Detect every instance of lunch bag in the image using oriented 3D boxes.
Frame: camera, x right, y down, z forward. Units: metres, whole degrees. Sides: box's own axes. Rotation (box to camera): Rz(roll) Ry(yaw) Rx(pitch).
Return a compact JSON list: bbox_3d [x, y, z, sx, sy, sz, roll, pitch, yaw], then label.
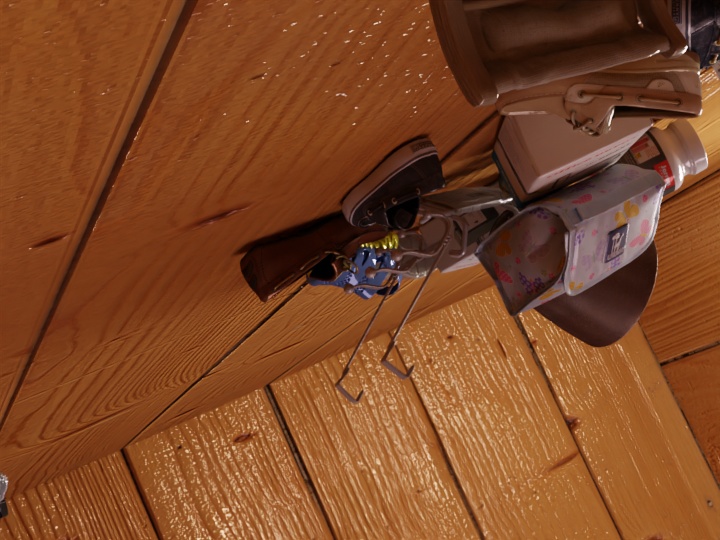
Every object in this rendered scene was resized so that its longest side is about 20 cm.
[{"bbox_3d":[0.265,-0.042,1.299,0.168,0.128,0.200,-25,168,-30],"label":"lunch bag"}]

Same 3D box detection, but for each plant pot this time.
[{"bbox_3d":[0.283,-0.010,1.494,0.198,0.189,0.187,20,152,-20],"label":"plant pot"}]

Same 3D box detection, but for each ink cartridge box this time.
[{"bbox_3d":[0.212,-0.080,1.634,0.199,0.085,0.146,-30,170,28],"label":"ink cartridge box"},{"bbox_3d":[0.240,-0.153,1.231,0.145,0.085,0.200,-25,174,0],"label":"ink cartridge box"}]

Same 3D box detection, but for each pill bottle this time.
[{"bbox_3d":[0.464,-0.168,1.752,0.198,0.117,0.116,-26,172,5],"label":"pill bottle"}]

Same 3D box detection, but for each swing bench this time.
[{"bbox_3d":[0.157,-0.194,0.545,0.198,0.131,0.199,-20,176,-39],"label":"swing bench"}]

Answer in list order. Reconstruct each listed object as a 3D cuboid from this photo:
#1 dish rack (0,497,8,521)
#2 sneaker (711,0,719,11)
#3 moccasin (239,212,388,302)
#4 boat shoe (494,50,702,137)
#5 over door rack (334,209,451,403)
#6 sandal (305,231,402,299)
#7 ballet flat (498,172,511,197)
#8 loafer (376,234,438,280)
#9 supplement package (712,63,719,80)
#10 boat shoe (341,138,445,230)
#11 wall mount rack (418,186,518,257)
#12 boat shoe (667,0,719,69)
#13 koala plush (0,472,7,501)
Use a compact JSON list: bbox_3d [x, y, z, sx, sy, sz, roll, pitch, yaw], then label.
[{"bbox_3d":[-1.024,0.660,2.729,0.199,0.055,0.153,-27,171,27],"label":"dish rack"},{"bbox_3d":[0.385,-0.263,0.893,0.198,0.100,0.070,-25,175,-3],"label":"sneaker"},{"bbox_3d":[-0.045,-0.016,1.246,0.200,0.078,0.074,-22,169,-40],"label":"moccasin"},{"bbox_3d":[0.224,-0.163,1.006,0.197,0.066,0.072,-5,175,12],"label":"boat shoe"},{"bbox_3d":[0.027,0.037,1.207,0.066,0.202,0.148,25,155,-15],"label":"over door rack"},{"bbox_3d":[0.000,0.000,1.473,0.079,0.088,0.199,-22,175,39],"label":"sandal"},{"bbox_3d":[0.278,-0.159,1.416,0.198,0.071,0.071,-25,173,-3],"label":"ballet flat"},{"bbox_3d":[0.039,-0.015,1.623,0.199,0.073,0.063,-11,-179,-41],"label":"loafer"},{"bbox_3d":[0.520,-0.280,1.191,0.198,0.112,0.156,-23,172,-14],"label":"supplement package"},{"bbox_3d":[0.040,-0.077,1.158,0.069,0.067,0.200,-21,171,-30],"label":"boat shoe"},{"bbox_3d":[0.111,-0.071,1.428,0.173,0.075,0.199,20,-157,40],"label":"wall mount rack"},{"bbox_3d":[0.349,-0.228,1.018,0.090,0.072,0.200,2,180,20],"label":"boat shoe"},{"bbox_3d":[-0.685,0.408,1.755,0.199,0.184,0.177,-36,175,-10],"label":"koala plush"}]
